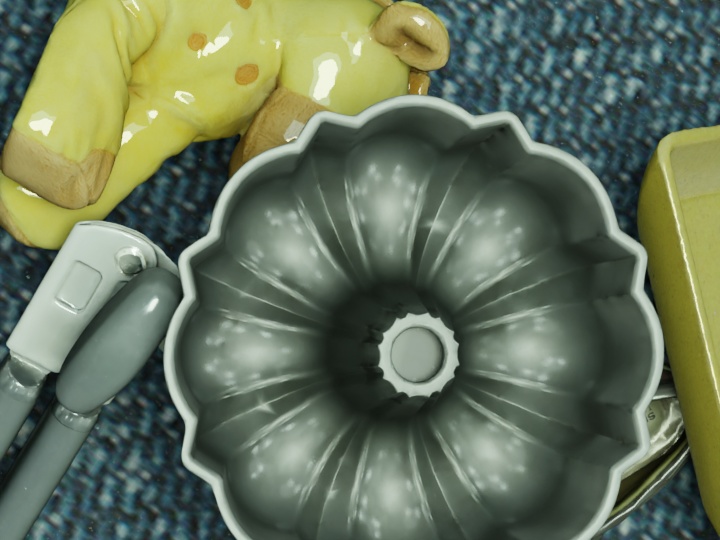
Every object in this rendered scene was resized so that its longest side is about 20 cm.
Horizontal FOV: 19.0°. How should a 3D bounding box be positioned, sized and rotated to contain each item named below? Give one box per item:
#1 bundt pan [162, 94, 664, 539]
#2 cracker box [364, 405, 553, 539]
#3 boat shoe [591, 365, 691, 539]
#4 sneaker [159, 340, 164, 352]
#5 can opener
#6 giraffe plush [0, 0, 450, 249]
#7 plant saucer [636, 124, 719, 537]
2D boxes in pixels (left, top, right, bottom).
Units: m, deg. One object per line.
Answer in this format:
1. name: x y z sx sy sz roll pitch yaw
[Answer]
1. bundt pan: 0.017 0.033 0.867 0.200 0.076 0.204 0 89 -10
2. cracker box: 0.028 0.116 0.931 0.133 0.058 0.201 -14 62 -1
3. boat shoe: 0.077 0.104 0.998 0.199 0.065 0.073 -37 93 -12
4. sneaker: 0.000 0.000 0.990 0.199 0.077 0.080 -26 99 -13
5. can opener: -0.139 0.063 0.914 0.052 0.067 0.200 30 119 -10
6. giraffe plush: -0.054 -0.083 0.933 0.161 0.173 0.201 23 97 -9
7. plant saucer: 0.204 0.029 1.006 0.199 0.048 0.202 -11 88 -45
